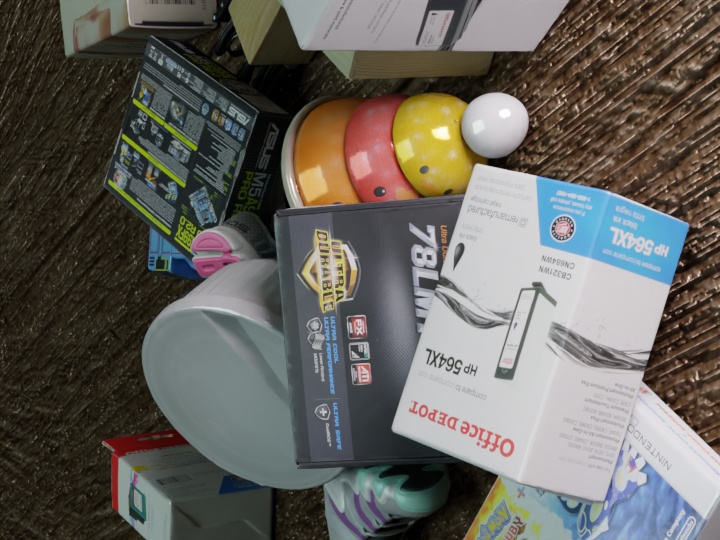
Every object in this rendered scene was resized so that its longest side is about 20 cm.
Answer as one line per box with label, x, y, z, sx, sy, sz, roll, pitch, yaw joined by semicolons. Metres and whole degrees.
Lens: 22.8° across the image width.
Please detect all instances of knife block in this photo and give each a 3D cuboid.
knife block;-0.070;-0.222;1.618;0.200;0.064;0.176;26;118;58

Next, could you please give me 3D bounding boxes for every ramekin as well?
ramekin;-0.074;0.080;1.489;0.202;0.094;0.202;19;136;20

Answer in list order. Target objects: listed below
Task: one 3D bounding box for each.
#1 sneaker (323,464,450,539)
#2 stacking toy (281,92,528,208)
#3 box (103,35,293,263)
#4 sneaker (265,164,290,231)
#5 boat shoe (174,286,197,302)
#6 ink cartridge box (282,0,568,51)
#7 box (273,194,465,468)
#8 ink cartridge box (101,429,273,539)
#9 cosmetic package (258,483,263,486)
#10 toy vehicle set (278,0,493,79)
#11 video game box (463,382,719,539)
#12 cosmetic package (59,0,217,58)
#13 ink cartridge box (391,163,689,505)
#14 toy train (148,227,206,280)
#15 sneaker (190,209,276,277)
sneaker;0.024;0.223;1.517;0.200;0.078;0.140;-165;71;-70
stacking toy;0.048;-0.093;1.383;0.200;0.146;0.146;-22;75;45
box;-0.153;-0.108;1.648;0.200;0.044;0.160;37;115;45
sneaker;-0.063;-0.015;1.639;0.081;0.075;0.200;-2;94;52
boat shoe;-0.128;0.046;1.763;0.200;0.065;0.073;-6;98;64
ink cartridge box;0.038;-0.236;1.274;0.084;0.200;0.145;-55;48;47
box;0.042;0.045;1.340;0.050;0.198;0.200;-14;-80;-74
ink cartridge box;-0.184;0.228;1.850;0.200;0.116;0.067;26;118;59
cosmetic package;-0.093;0.132;1.679;0.200;0.102;0.074;25;120;57
toy vehicle set;0.005;-0.212;1.416;0.200;0.124;0.027;52;138;45
video game box;0.161;0.180;1.221;0.200;0.047;0.182;-64;36;17
cosmetic package;-0.237;-0.280;1.878;0.200;0.103;0.087;-5;89;63
ink cartridge box;0.120;0.041;1.214;0.146;0.084;0.200;16;89;53
toy train;-0.146;-0.046;1.754;0.200;0.087;0.114;1;89;63
sneaker;-0.060;0.026;1.569;0.074;0.087;0.200;-27;107;45
